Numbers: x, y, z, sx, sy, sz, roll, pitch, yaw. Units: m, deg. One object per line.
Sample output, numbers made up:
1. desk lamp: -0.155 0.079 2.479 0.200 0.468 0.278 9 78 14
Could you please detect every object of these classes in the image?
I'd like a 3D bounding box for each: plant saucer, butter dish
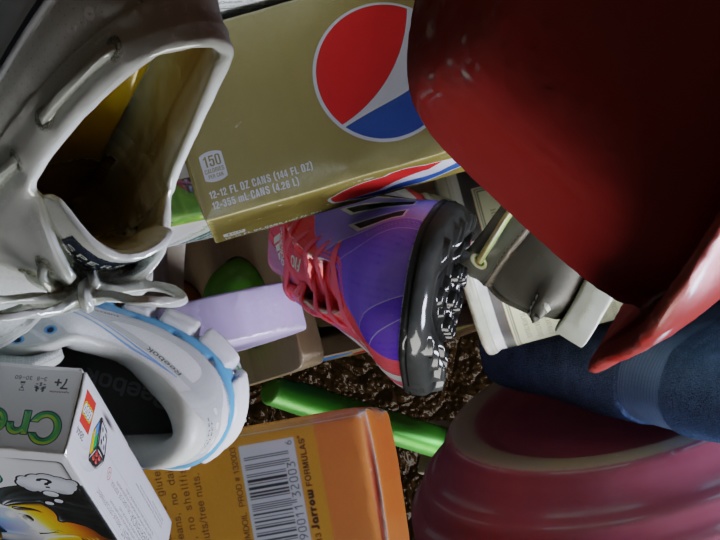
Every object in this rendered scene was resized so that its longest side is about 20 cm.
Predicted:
1. plant saucer: 0.116 0.077 1.215 0.200 0.051 0.201 -13 -163 4
2. butter dish: 0.071 -0.087 0.712 0.200 0.148 0.200 -58 178 -3

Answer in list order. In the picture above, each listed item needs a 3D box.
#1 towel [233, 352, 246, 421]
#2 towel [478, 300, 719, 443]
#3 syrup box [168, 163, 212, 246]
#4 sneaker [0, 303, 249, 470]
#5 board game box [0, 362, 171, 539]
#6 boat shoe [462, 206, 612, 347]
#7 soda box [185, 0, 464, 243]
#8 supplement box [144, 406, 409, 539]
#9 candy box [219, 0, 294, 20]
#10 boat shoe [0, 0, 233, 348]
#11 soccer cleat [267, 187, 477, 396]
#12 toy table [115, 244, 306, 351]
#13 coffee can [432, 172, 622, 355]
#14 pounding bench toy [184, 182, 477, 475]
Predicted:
1. towel: -0.148 0.072 1.129 0.200 0.031 0.149 -13 176 -9
2. towel: 0.148 0.033 1.164 0.112 0.049 0.200 -28 -157 -31
3. syrup box: -0.128 -0.038 0.972 0.200 0.082 0.079 -14 174 -30
4. sneaker: -0.140 0.028 1.012 0.200 0.075 0.087 14 -171 3
5. board game box: -0.177 0.068 0.968 0.200 0.035 0.126 3 152 13
6. boat shoe: 0.097 -0.066 1.013 0.202 0.060 0.072 -66 173 28
7. soda box: 0.037 -0.069 0.919 0.200 0.064 0.068 -17 175 -2
8. supplement box: -0.085 0.103 1.130 0.200 0.069 0.067 -9 176 8
9. candy box: 0.000 -0.103 0.947 0.200 0.026 0.102 -11 171 -42
10. boat shoe: -0.085 -0.018 0.845 0.074 0.086 0.202 -6 146 -36
11. soccer cleat: 0.000 0.000 0.982 0.073 0.068 0.200 12 -174 -1
12. toy table: -0.113 -0.011 1.143 0.200 0.117 0.184 -17 175 37
13. coffee can: 0.130 -0.059 1.138 0.200 0.147 0.146 -15 176 5
14. pounding bench toy: -0.015 0.019 1.300 0.156 0.200 0.124 -13 176 -34
